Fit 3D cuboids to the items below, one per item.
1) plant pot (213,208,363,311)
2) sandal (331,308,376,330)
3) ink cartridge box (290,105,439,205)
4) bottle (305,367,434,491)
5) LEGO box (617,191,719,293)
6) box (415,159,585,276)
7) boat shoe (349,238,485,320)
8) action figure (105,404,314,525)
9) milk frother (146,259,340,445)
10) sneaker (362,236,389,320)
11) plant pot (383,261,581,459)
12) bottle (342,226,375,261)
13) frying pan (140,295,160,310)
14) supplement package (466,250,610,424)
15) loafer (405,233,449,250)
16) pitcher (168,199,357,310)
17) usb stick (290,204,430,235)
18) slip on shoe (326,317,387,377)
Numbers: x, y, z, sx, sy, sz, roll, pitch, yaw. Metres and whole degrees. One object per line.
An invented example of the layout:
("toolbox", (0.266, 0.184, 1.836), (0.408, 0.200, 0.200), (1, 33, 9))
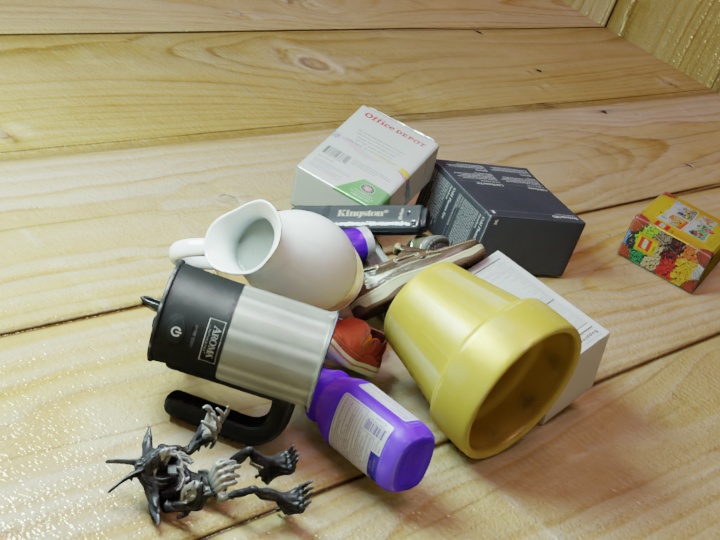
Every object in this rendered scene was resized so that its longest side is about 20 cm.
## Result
("plant pot", (-0.095, -0.003, 1.743), (0.199, 0.028, 0.200), (10, 41, -9))
("sandal", (-0.049, 0.062, 1.756), (0.202, 0.050, 0.082), (14, 23, -36))
("ink cartridge box", (0.008, -0.150, 2.116), (0.145, 0.088, 0.200), (29, 49, 15))
("bottle", (-0.005, 0.168, 1.559), (0.065, 0.084, 0.200), (-3, 28, -45))
("LEGO box", (0.560, -0.053, 2.427), (0.149, 0.077, 0.200), (30, 28, 17))
("box", (0.219, -0.084, 2.197), (0.200, 0.104, 0.182), (3, 30, -33))
("boat shoe", (0.068, -0.008, 1.834), (0.202, 0.075, 0.075), (-23, 74, -17))
("action figure", (-0.151, 0.197, 1.394), (0.200, 0.102, 0.119), (9, 40, -27))
("milk frother", (-0.129, 0.075, 1.552), (0.188, 0.181, 0.200), (19, 32, -1))
("sneaker", (0.000, 0.000, 1.913), (0.079, 0.074, 0.200), (-16, 45, -44))
("plant pot", (0.135, 0.095, 1.678), (0.189, 0.201, 0.201), (41, 32, 29))
("bottle", (-0.075, -0.014, 1.833), (0.200, 0.065, 0.084), (-16, 44, -27))
("frying pan", (-0.170, 0.067, 1.710), (0.190, 0.031, 0.115), (37, 28, 24))
("supplement package", (0.212, 0.088, 1.830), (0.114, 0.110, 0.200), (-30, 55, -34))
("loafer", (0.092, -0.012, 1.969), (0.069, 0.075, 0.200), (12, -6, 15))
("pitcher", (-0.110, -0.014, 1.615), (0.171, 0.122, 0.200), (-7, -15, 30))
("usb stick", (-0.004, -0.070, 1.916), (0.199, 0.033, 0.056), (1, 35, 13))
("slip on shoe", (-0.020, 0.084, 1.664), (0.074, 0.061, 0.200), (25, -1, 25))
